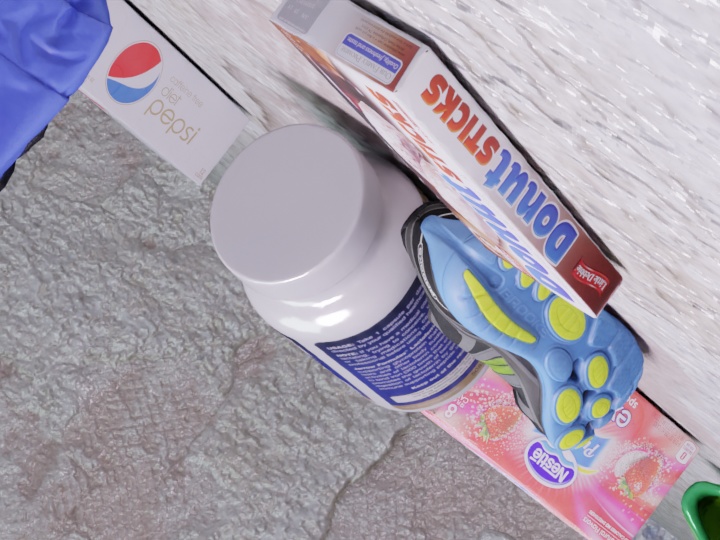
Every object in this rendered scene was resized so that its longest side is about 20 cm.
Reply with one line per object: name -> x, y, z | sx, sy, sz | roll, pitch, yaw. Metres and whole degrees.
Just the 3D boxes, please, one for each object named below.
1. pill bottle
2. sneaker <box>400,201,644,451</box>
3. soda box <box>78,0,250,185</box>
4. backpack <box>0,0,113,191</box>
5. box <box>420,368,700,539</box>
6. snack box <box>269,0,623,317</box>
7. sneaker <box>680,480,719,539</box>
pill bottle -> 0.000, 0.000, 1.013 | 0.116, 0.116, 0.200 | 36, 177, 33
sneaker -> 0.086, 0.026, 0.921 | 0.083, 0.071, 0.200 | 42, 176, 47
soda box -> -0.166, -0.143, 1.292 | 0.064, 0.068, 0.200 | 36, 177, 36
backpack -> -0.168, -0.120, 0.627 | 0.162, 0.168, 0.200 | 42, 180, -23
box -> 0.120, 0.095, 1.192 | 0.200, 0.103, 0.095 | 40, 176, -30
snack box -> 0.040, -0.044, 0.700 | 0.072, 0.024, 0.200 | 34, 175, 38
sneaker -> 0.292, 0.213, 1.219 | 0.083, 0.074, 0.200 | 35, 180, -41
